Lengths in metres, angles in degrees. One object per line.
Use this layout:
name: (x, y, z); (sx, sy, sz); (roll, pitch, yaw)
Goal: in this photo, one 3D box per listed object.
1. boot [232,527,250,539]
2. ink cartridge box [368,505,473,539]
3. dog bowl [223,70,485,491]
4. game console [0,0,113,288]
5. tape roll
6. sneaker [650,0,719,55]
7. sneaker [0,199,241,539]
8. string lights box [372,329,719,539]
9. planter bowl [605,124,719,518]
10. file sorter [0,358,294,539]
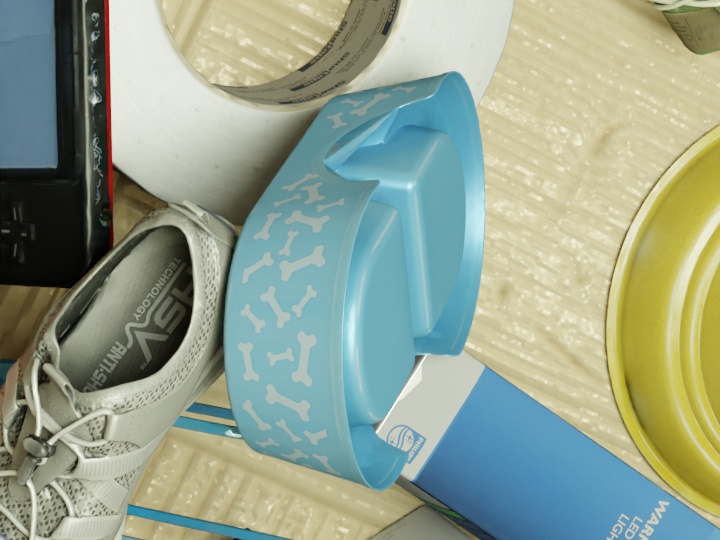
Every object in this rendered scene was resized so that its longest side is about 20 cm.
boot: (-0.062, 0.232, 1.165); (0.168, 0.076, 0.201); (-32, 113, -13)
ink cartridge box: (0.057, 0.183, 1.128); (0.068, 0.200, 0.116); (-30, 108, -10)
dog bowl: (0.000, 0.000, 1.022); (0.049, 0.200, 0.112); (2, 118, 17)
game console: (-0.184, -0.093, 1.027); (0.118, 0.172, 0.201); (-4, 94, -39)
tape roll: (-0.039, -0.120, 1.112); (0.199, 0.066, 0.202); (-4, 102, -18)
sneaker: (0.143, -0.133, 1.148); (0.199, 0.067, 0.090); (-4, 105, -37)
sneaker: (-0.108, 0.056, 0.964); (0.074, 0.082, 0.201); (27, 78, 15)
string lights box: (0.075, 0.094, 1.169); (0.200, 0.103, 0.059); (35, 85, -21)
planter bowl: (0.215, 0.027, 1.212); (0.199, 0.083, 0.202); (-3, 101, -17)
file sorter: (-0.092, 0.145, 1.070); (0.122, 0.139, 0.201); (11, 89, 15)
